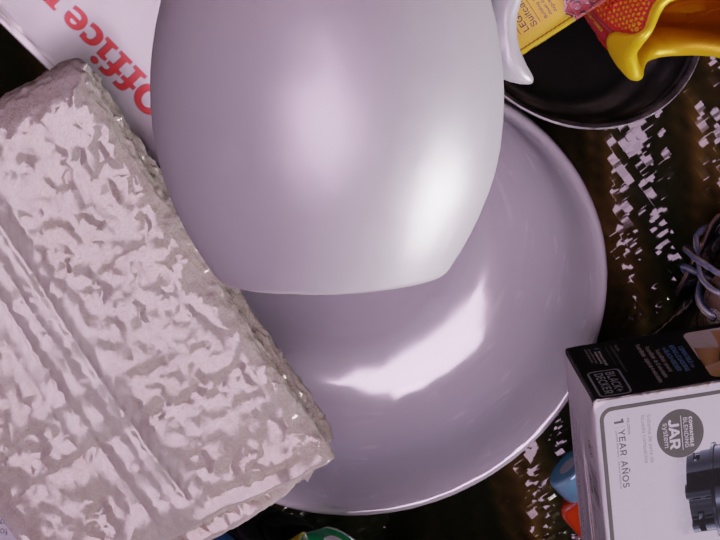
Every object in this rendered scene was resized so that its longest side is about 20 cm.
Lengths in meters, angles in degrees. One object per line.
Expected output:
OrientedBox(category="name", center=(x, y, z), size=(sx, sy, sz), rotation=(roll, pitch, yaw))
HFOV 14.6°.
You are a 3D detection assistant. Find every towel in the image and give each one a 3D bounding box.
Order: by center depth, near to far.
OrientedBox(category="towel", center=(-0.111, 0.027, 1.109), size=(0.132, 0.034, 0.200), rotation=(-30, 106, 8))

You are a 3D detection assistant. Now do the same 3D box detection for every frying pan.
OrientedBox(category="frying pan", center=(0.116, -0.121, 1.151), size=(0.189, 0.031, 0.115), rotation=(-21, 79, -25))

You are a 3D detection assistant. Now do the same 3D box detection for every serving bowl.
OrientedBox(category="serving bowl", center=(0.000, 0.000, 1.175), size=(0.199, 0.066, 0.201), rotation=(-3, 115, -7))

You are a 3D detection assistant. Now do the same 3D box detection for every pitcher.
OrientedBox(category="pitcher", center=(0.012, -0.098, 0.963), size=(0.171, 0.121, 0.201), rotation=(-4, 99, -15))

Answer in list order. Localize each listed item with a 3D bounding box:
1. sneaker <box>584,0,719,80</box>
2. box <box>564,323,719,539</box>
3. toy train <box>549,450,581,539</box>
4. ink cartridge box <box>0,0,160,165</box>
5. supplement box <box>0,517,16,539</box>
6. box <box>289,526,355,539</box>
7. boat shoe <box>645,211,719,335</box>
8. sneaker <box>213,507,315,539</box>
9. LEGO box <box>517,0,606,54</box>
OrientedBox(category="sneaker", center=(0.183, -0.115, 1.114), size=(0.199, 0.077, 0.073), rotation=(-15, 150, -9))
OrientedBox(category="box", center=(0.188, 0.079, 1.130), size=(0.199, 0.060, 0.117), rotation=(-9, 110, -4))
OrientedBox(category="toy train", center=(0.185, 0.120, 1.228), size=(0.200, 0.056, 0.150), rotation=(42, 120, -16))
OrientedBox(category="ink cartridge box", center=(-0.059, -0.165, 1.118), size=(0.200, 0.084, 0.146), rotation=(-41, 104, 14))
OrientedBox(category="supplement box", center=(-0.152, 0.041, 1.184), size=(0.103, 0.101, 0.201), rotation=(0, 110, 0))
OrientedBox(category="box", center=(-0.032, 0.185, 1.193), size=(0.117, 0.048, 0.200), rotation=(41, 133, -14))
OrientedBox(category="boat shoe", center=(0.168, 0.009, 1.173), size=(0.200, 0.072, 0.073), rotation=(-32, 119, -1))
OrientedBox(category="sneaker", center=(-0.011, 0.173, 1.239), size=(0.200, 0.073, 0.082), rotation=(32, 109, -8))
OrientedBox(category="LEGO box", center=(0.004, -0.169, 1.032), size=(0.149, 0.077, 0.200), rotation=(-33, 106, 10))
